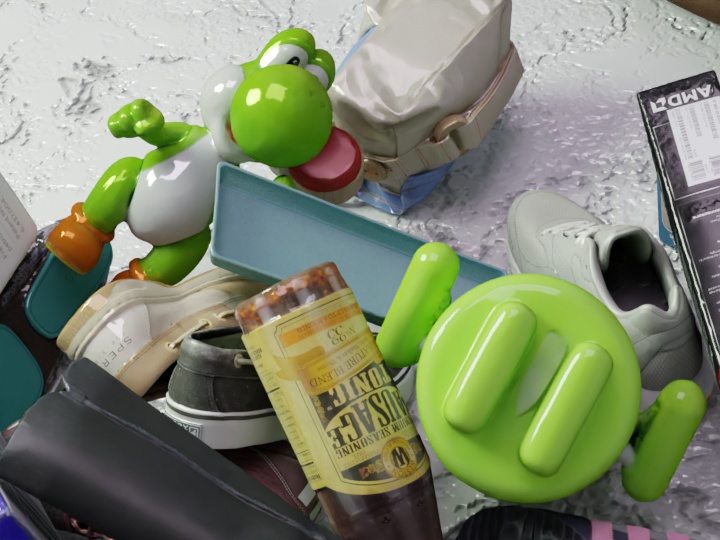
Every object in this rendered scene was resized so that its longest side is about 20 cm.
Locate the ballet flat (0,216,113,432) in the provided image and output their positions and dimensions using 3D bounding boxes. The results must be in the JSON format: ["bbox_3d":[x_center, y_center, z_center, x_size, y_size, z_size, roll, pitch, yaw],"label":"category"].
[{"bbox_3d":[-0.216,0.046,1.333,0.072,0.072,0.201,9,43,20],"label":"ballet flat"}]

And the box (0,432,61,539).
[{"bbox_3d":[-0.265,0.154,1.131,0.200,0.105,0.184,-36,44,-4],"label":"box"}]

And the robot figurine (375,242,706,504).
[{"bbox_3d":[0.089,0.065,1.163,0.175,0.200,0.116,26,87,7],"label":"robot figurine"}]

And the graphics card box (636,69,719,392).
[{"bbox_3d":[0.204,0.007,1.203,0.051,0.126,0.201,-17,55,7],"label":"graphics card box"}]

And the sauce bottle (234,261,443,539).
[{"bbox_3d":[0.002,0.096,1.140,0.066,0.201,0.066,-27,-1,-1],"label":"sauce bottle"}]

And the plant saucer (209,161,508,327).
[{"bbox_3d":[0.000,0.000,1.284,0.199,0.019,0.070,21,48,-23],"label":"plant saucer"}]

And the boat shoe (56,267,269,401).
[{"bbox_3d":[-0.094,0.046,1.258,0.069,0.074,0.200,48,23,17],"label":"boat shoe"}]

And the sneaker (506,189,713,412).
[{"bbox_3d":[0.146,-0.004,1.295,0.075,0.092,0.200,-21,41,-15],"label":"sneaker"}]

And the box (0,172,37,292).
[{"bbox_3d":[-0.339,-0.024,1.281,0.198,0.200,0.172,-13,33,32],"label":"box"}]

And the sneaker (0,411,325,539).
[{"bbox_3d":[-0.119,0.125,1.179,0.199,0.076,0.116,0,20,10],"label":"sneaker"}]

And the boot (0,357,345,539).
[{"bbox_3d":[-0.085,0.131,1.050,0.200,0.066,0.165,36,15,2],"label":"boot"}]

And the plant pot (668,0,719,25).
[{"bbox_3d":[0.241,-0.258,1.537,0.187,0.188,0.200,-36,32,-29],"label":"plant pot"}]

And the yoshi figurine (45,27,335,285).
[{"bbox_3d":[-0.089,-0.060,1.307,0.200,0.112,0.112,-47,61,2],"label":"yoshi figurine"}]

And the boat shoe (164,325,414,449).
[{"bbox_3d":[-0.031,0.051,1.225,0.070,0.064,0.200,16,16,31],"label":"boat shoe"}]

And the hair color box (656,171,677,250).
[{"bbox_3d":[0.288,-0.066,1.368,0.200,0.061,0.100,-33,45,-25],"label":"hair color box"}]

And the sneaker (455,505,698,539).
[{"bbox_3d":[0.141,0.165,1.128,0.199,0.071,0.082,10,-3,40],"label":"sneaker"}]

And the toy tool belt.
[{"bbox_3d":[0.023,-0.094,1.430,0.124,0.123,0.200,29,63,18],"label":"toy tool belt"}]
